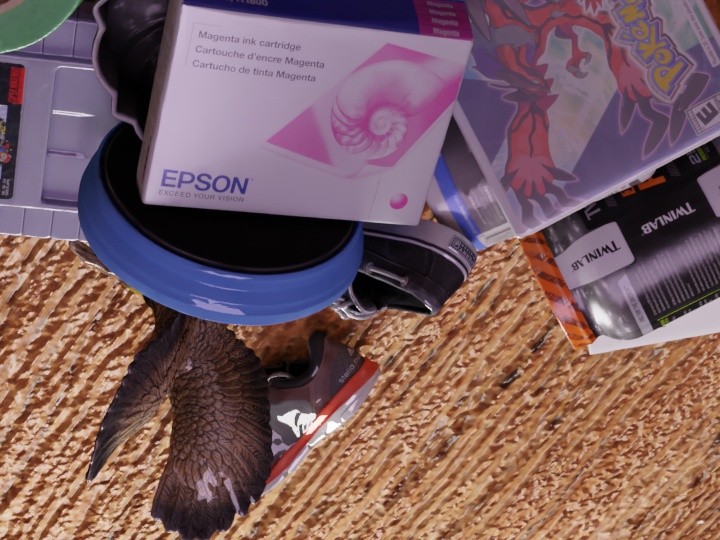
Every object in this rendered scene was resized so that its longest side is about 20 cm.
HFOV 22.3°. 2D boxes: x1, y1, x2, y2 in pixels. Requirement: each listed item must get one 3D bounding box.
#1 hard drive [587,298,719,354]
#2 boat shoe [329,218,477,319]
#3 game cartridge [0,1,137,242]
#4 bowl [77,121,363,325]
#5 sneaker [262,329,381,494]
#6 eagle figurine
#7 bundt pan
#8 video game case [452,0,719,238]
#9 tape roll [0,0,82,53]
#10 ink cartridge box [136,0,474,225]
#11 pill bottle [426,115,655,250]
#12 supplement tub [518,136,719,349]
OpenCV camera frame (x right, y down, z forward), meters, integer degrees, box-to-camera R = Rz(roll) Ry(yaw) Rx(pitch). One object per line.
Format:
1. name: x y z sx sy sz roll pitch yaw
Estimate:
1. hard drive: 0.275 -0.001 1.455 0.199 0.026 0.132 -10 133 2
2. boat shoe: 0.002 0.002 1.321 0.199 0.068 0.074 10 153 49
3. game cartridge: -0.233 -0.104 1.289 0.129 0.038 0.201 2 132 -15
4. bowl: -0.092 -0.045 1.246 0.200 0.201 0.039 8 130 -14
5. sneaker: -0.069 0.116 1.505 0.082 0.077 0.200 43 118 -6
6. eagle figurine: -0.139 0.081 1.353 0.151 0.200 0.151 -1 134 -16
7. bundt pan: -0.082 -0.170 1.202 0.201 0.076 0.203 -7 124 -11
8. video game case: 0.139 -0.150 1.212 0.182 0.023 0.201 -28 89 14
9. tape roll: -0.246 -0.231 1.113 0.199 0.048 0.201 7 123 11
10. ink cartridge box: -0.032 -0.127 1.175 0.195 0.043 0.201 4 123 -18
11. pill bottle: 0.141 -0.099 1.287 0.199 0.114 0.114 -23 131 13
12. supplement tub: 0.225 -0.028 1.343 0.199 0.123 0.123 -27 131 6
